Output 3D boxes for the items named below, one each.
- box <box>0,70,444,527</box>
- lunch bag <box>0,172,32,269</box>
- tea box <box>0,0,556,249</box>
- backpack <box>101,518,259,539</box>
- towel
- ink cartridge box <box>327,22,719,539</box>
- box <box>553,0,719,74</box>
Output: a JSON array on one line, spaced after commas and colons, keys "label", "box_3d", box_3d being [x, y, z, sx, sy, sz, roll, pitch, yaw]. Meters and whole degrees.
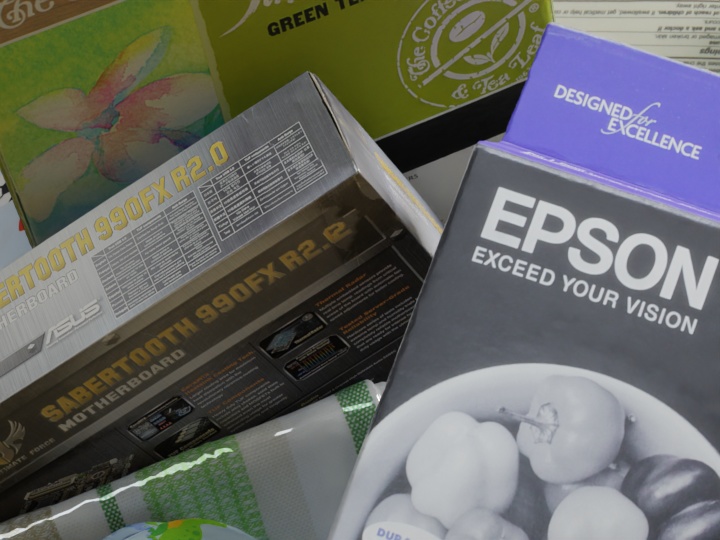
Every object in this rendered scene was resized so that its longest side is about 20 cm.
[{"label": "box", "box_3d": [-0.060, 0.036, 0.817, 0.199, 0.158, 0.049, -33, 56, 8]}, {"label": "lunch bag", "box_3d": [-0.169, 0.002, 0.996, 0.199, 0.076, 0.161, -22, 43, 31]}, {"label": "tea box", "box_3d": [-0.045, -0.098, 0.828, 0.199, 0.197, 0.134, -22, 49, -6]}, {"label": "backpack", "box_3d": [-0.038, 0.176, 0.774, 0.163, 0.200, 0.154, -41, 51, -12]}, {"label": "towel", "box_3d": [-0.067, 0.129, 0.838, 0.199, 0.150, 0.031, -19, 31, -7]}, {"label": "ink cartridge box", "box_3d": [0.113, 0.034, 0.730, 0.197, 0.043, 0.201, 18, 80, 13]}, {"label": "box", "box_3d": [0.127, -0.091, 0.974, 0.127, 0.109, 0.201, 4, 56, 22]}]
